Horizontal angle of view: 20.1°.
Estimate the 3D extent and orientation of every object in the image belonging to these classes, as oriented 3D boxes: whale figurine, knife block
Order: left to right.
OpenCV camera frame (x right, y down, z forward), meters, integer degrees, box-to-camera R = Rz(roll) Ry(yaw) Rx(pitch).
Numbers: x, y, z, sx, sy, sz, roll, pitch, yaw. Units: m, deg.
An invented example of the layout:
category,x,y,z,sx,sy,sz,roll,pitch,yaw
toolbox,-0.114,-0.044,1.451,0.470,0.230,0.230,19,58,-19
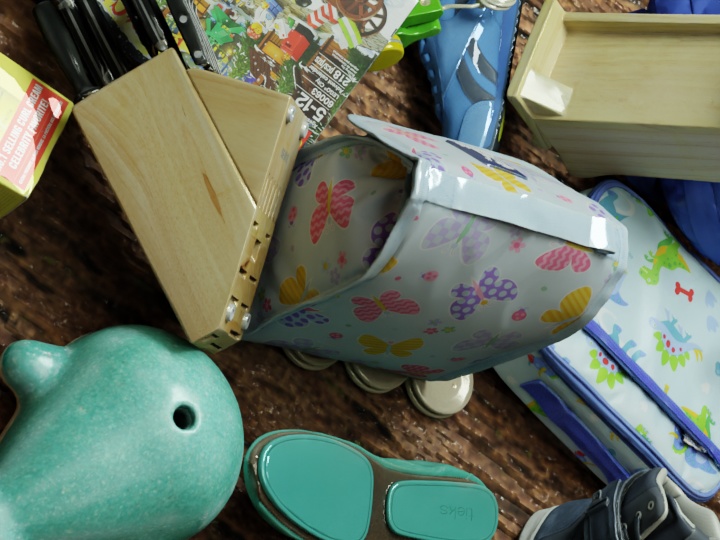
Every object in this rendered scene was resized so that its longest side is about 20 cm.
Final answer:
category,x,y,z,sx,sy,sz,roll,pitch,yaw
whale figurine,-0.148,0.107,1.117,0.199,0.103,0.160,-28,93,-40
knife block,-0.127,-0.071,1.163,0.174,0.064,0.202,16,84,10

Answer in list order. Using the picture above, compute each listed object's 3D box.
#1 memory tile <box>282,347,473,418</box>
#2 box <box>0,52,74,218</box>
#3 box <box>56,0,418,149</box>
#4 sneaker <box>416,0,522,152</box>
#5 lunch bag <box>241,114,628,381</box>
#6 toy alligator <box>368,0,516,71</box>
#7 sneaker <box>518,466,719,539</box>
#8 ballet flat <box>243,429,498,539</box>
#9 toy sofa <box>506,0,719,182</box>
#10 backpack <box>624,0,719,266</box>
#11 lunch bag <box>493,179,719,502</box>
category,x,y,z,sx,sy,sz,roll,pitch,yaw
memory tile,0.000,0.000,1.308,0.199,0.017,0.155,24,64,-27
box,-0.264,-0.114,1.139,0.199,0.050,0.076,36,58,-21
box,-0.083,-0.172,1.236,0.199,0.038,0.137,37,91,-14
sneaker,0.066,-0.138,1.373,0.078,0.066,0.202,8,73,3
lunch bag,0.039,-0.016,1.203,0.168,0.199,0.128,13,71,-32
toy alligator,0.009,-0.158,1.325,0.198,0.054,0.060,-11,70,-23
sneaker,0.147,0.208,1.242,0.077,0.146,0.203,42,45,-22
ballet flat,-0.007,0.140,1.224,0.199,0.070,0.068,16,74,-39
toy sofa,0.205,-0.116,1.322,0.098,0.199,0.083,45,60,-45
backpack,0.266,-0.097,1.413,0.162,0.167,0.202,11,66,-56
lunch bag,0.183,0.055,1.373,0.200,0.082,0.161,45,56,-19
